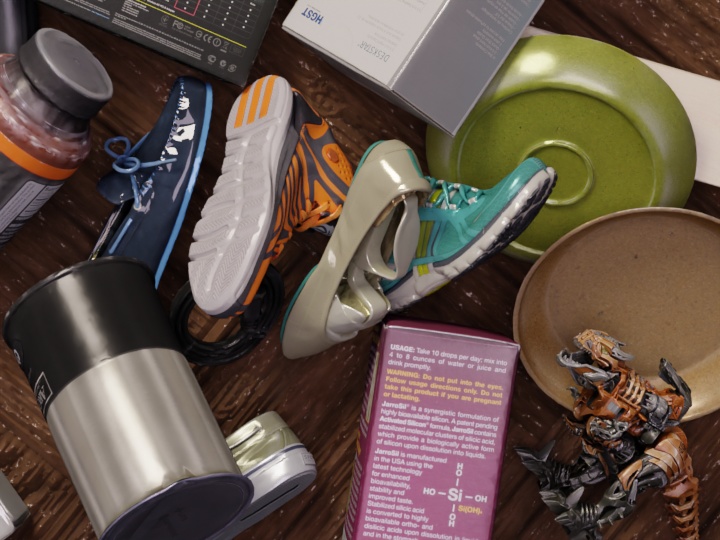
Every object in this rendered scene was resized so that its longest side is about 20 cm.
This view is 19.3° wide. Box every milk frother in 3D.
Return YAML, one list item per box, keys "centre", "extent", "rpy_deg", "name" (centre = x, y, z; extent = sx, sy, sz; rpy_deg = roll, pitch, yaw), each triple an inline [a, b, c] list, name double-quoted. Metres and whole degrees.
- centre: [-0.122, 0.091, 1.504]
  extent: [0.200, 0.181, 0.188]
  rpy_deg: [-26, 65, -4]
  name: "milk frother"

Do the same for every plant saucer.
- centre: [0.212, 0.028, 1.563]
  extent: [0.200, 0.035, 0.200]
  rpy_deg: [1, 125, 1]
  name: "plant saucer"
- centre: [0.144, -0.077, 1.543]
  extent: [0.200, 0.031, 0.200]
  rpy_deg: [6, 126, 9]
  name: "plant saucer"

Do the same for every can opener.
- centre: [-0.257, -0.219, 1.576]
  extent: [0.079, 0.063, 0.200]
  rpy_deg: [4, 93, 16]
  name: "can opener"

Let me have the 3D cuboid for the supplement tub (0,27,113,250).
- centre: [-0.268, -0.084, 1.533]
  extent: [0.107, 0.107, 0.200]
  rpy_deg: [45, 110, -1]
  name: "supplement tub"

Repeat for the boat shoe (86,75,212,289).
- centre: [-0.165, -0.052, 1.571]
  extent: [0.069, 0.084, 0.200]
  rpy_deg: [18, 89, -13]
  name: "boat shoe"

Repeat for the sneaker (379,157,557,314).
- centre: [0.060, -0.034, 1.533]
  extent: [0.200, 0.077, 0.080]
  rpy_deg: [-31, 93, 43]
  name: "sneaker"

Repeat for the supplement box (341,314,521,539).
- centre: [0.049, 0.140, 1.555]
  extent: [0.103, 0.131, 0.200]
  rpy_deg: [8, 92, -2]
  name: "supplement box"

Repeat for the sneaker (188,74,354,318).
- centre: [-0.052, -0.037, 1.538]
  extent: [0.112, 0.078, 0.200]
  rpy_deg: [38, 54, -36]
  name: "sneaker"

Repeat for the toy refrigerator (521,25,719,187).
- centre: [0.194, -0.123, 1.578]
  extent: [0.200, 0.070, 0.076]
  rpy_deg: [16, 95, 1]
  name: "toy refrigerator"

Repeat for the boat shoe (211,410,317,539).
- centre: [-0.128, 0.180, 1.596]
  extent: [0.200, 0.072, 0.062]
  rpy_deg: [-31, 67, -3]
  name: "boat shoe"

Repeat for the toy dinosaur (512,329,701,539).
- centre: [0.197, 0.140, 1.567]
  extent: [0.136, 0.102, 0.200]
  rpy_deg: [-34, 93, 2]
  name: "toy dinosaur"

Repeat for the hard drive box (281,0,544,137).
- centre: [0.057, -0.219, 1.527]
  extent: [0.077, 0.156, 0.200]
  rpy_deg: [33, 92, -40]
  name: "hard drive box"

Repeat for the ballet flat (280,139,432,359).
- centre: [0.000, 0.000, 1.523]
  extent: [0.069, 0.069, 0.200]
  rpy_deg: [23, 122, -1]
  name: "ballet flat"

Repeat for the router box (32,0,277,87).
- centre: [-0.151, -0.241, 1.547]
  extent: [0.200, 0.062, 0.150]
  rpy_deg: [22, 92, -19]
  name: "router box"

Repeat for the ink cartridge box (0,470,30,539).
- centre: [-0.369, 0.186, 1.579]
  extent: [0.200, 0.083, 0.145]
  rpy_deg: [-35, 92, 1]
  name: "ink cartridge box"
